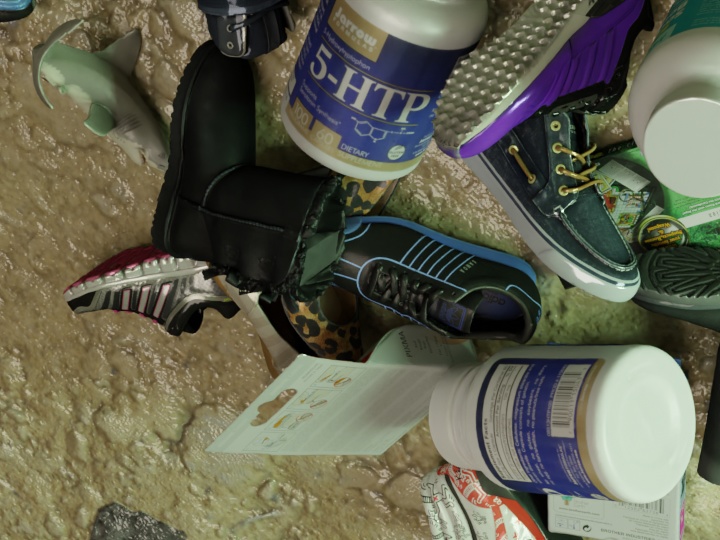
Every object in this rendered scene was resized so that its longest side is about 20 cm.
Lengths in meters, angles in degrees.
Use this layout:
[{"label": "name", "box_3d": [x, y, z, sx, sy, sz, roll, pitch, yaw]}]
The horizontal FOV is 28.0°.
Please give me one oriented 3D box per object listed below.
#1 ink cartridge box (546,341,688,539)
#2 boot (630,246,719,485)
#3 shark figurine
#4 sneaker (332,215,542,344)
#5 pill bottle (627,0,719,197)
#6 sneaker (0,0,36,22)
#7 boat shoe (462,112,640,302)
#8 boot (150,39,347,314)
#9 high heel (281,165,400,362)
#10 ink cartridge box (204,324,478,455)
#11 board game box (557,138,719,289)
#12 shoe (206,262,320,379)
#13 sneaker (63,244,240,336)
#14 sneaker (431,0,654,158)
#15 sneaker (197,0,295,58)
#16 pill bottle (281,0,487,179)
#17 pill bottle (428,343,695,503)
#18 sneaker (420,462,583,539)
[{"label": "ink cartridge box", "box_3d": [0.221, 0.147, 1.248, 0.119, 0.042, 0.201, 7, 122, 22]}, {"label": "boot", "box_3d": [0.286, 0.082, 1.148, 0.164, 0.066, 0.201, 3, 126, 10]}, {"label": "shark figurine", "box_3d": [-0.222, -0.173, 1.218, 0.089, 0.214, 0.128, -44, 62, 1]}, {"label": "sneaker", "box_3d": [0.053, 0.011, 1.183, 0.199, 0.078, 0.070, 10, 122, -5]}, {"label": "pill bottle", "box_3d": [0.243, -0.125, 0.965, 0.110, 0.200, 0.111, 12, 124, 18]}, {"label": "sneaker", "box_3d": [-0.358, -0.222, 1.277, 0.199, 0.071, 0.083, -9, 130, 31]}, {"label": "boat shoe", "box_3d": [0.152, -0.073, 1.087, 0.200, 0.071, 0.091, 50, 129, 23]}, {"label": "boot", "box_3d": [-0.082, -0.076, 1.173, 0.162, 0.073, 0.200, 18, 98, 34]}, {"label": "high heel", "box_3d": [0.000, 0.000, 1.241, 0.142, 0.071, 0.201, -13, 109, 32]}, {"label": "ink cartridge box", "box_3d": [-0.020, 0.104, 1.253, 0.199, 0.050, 0.162, 9, 140, -37]}, {"label": "board game box", "box_3d": [0.228, -0.055, 1.130, 0.199, 0.023, 0.105, -16, 111, 32]}, {"label": "shoe", "box_3d": [-0.078, 0.020, 1.288, 0.053, 0.070, 0.201, 8, 134, 43]}, {"label": "sneaker", "box_3d": [-0.187, 0.024, 1.341, 0.199, 0.074, 0.088, -14, 108, 26]}, {"label": "sneaker", "box_3d": [0.142, -0.137, 1.031, 0.100, 0.200, 0.069, 49, 169, -33]}, {"label": "sneaker", "box_3d": [-0.063, -0.233, 1.089, 0.202, 0.077, 0.147, 16, 125, 49]}, {"label": "pill bottle", "box_3d": [0.026, -0.178, 1.075, 0.119, 0.120, 0.201, 29, 128, 5]}, {"label": "pill bottle", "box_3d": [0.154, 0.119, 1.154, 0.199, 0.120, 0.120, -3, 121, 50]}, {"label": "sneaker", "box_3d": [0.137, 0.256, 1.344, 0.108, 0.067, 0.202, -25, 104, 36]}]
